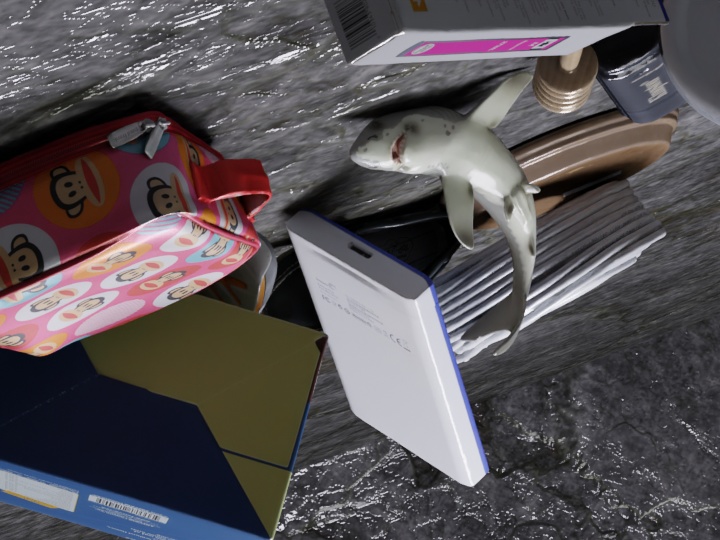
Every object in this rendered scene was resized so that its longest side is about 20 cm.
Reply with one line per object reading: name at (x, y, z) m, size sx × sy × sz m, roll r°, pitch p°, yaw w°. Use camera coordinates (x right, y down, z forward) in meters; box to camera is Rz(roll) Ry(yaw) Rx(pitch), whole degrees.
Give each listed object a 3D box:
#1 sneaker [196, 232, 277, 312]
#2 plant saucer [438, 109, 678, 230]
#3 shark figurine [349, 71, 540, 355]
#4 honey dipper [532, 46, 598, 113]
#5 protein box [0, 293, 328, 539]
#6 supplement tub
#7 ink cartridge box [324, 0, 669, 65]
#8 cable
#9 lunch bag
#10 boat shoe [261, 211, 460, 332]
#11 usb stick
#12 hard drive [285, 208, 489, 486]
sneaker at (-0.094, 0.006, 1.503) m, size 0.077 × 0.078 × 0.200 m, roll -35°, pitch 179°, yaw -25°
plant saucer at (0.157, -0.077, 1.688) m, size 0.199 × 0.030 × 0.200 m, roll -21°, pitch 171°, yaw -4°
shark figurine at (0.069, -0.052, 1.417) m, size 0.128 × 0.215 × 0.089 m, roll -47°, pitch -140°, yaw -16°
honey dipper at (0.123, -0.135, 1.257) m, size 0.038 × 0.038 × 0.200 m, roll -20°, pitch 169°, yaw -3°
protein box at (-0.143, 0.095, 1.405) m, size 0.198 × 0.135 × 0.200 m, roll 17°, pitch 165°, yaw -5°
supplement tub at (0.260, -0.137, 1.270) m, size 0.122 × 0.123 × 0.200 m, roll -25°, pitch 170°, yaw 26°
ink cartridge box at (0.050, -0.136, 0.895) m, size 0.037 × 0.095 × 0.200 m, roll -28°, pitch 169°, yaw 39°
cable at (0.142, -0.002, 1.728) m, size 0.200 × 0.069 × 0.200 m, roll -28°, pitch 176°, yaw -19°
lunch bag at (-0.134, -0.022, 1.191) m, size 0.176 × 0.082 × 0.200 m, roll -23°, pitch 170°, yaw 6°
boat shoe at (0.001, 0.002, 1.638) m, size 0.199 × 0.075 × 0.066 m, roll -18°, pitch 176°, yaw -35°
usb stick at (0.185, -0.129, 1.431) m, size 0.055 × 0.033 × 0.200 m, roll -22°, pitch 170°, yaw 10°
hard drive at (0.021, 0.056, 1.553) m, size 0.025 × 0.132 × 0.200 m, roll -41°, pitch 138°, yaw -22°
